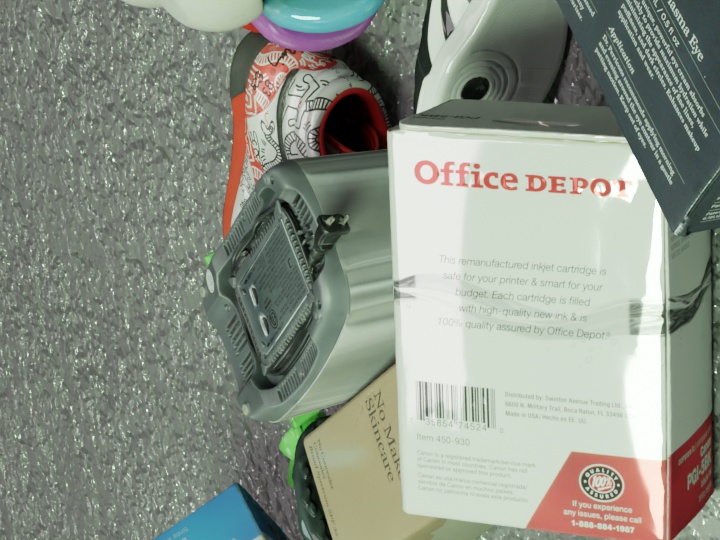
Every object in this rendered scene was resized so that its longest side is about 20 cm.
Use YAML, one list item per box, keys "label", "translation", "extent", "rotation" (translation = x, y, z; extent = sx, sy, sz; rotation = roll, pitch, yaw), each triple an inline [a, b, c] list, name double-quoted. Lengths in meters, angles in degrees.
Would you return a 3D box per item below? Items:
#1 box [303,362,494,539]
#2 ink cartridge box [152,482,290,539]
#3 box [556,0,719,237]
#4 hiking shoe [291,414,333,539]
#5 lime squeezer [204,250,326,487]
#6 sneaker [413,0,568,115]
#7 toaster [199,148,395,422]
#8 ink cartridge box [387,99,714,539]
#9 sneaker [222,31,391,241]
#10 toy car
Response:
- label: "box"
  translation: [0.048, 0.100, 1.525]
  extent: [0.200, 0.077, 0.096]
  rotation: [-45, 59, 59]
- label: "ink cartridge box"
  translation: [-0.044, 0.255, 1.678]
  extent: [0.200, 0.084, 0.145]
  rotation: [57, -178, 39]
- label: "box"
  translation: [0.171, -0.152, 1.167]
  extent: [0.201, 0.103, 0.182]
  rotation: [66, 151, 24]
- label: "hiking shoe"
  translation: [0.001, 0.187, 1.655]
  extent: [0.087, 0.074, 0.201]
  rotation: [111, 145, -57]
- label: "lime squeezer"
  translation: [-0.048, 0.076, 1.711]
  extent: [0.071, 0.037, 0.201]
  rotation: [-119, 8, -53]
- label: "sneaker"
  translation: [0.062, -0.163, 1.426]
  extent: [0.112, 0.073, 0.201]
  rotation: [56, 137, 44]
- label: "toaster"
  translation: [0.000, 0.000, 1.527]
  extent: [0.114, 0.128, 0.200]
  rotation: [67, 151, 22]
- label: "ink cartridge box"
  translation: [0.096, 0.021, 1.330]
  extent: [0.146, 0.083, 0.202]
  rotation: [5, 107, 24]
- label: "sneaker"
  translation: [-0.029, -0.041, 1.638]
  extent: [0.108, 0.067, 0.203]
  rotation: [33, 133, 46]
- label: "toy car"
  translation: [-0.049, -0.195, 1.557]
  extent: [0.150, 0.175, 0.200]
  rotation: [53, 166, -30]
